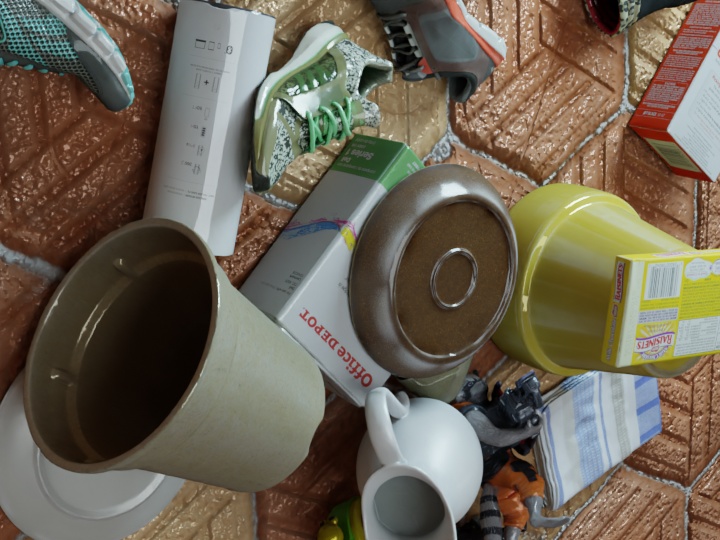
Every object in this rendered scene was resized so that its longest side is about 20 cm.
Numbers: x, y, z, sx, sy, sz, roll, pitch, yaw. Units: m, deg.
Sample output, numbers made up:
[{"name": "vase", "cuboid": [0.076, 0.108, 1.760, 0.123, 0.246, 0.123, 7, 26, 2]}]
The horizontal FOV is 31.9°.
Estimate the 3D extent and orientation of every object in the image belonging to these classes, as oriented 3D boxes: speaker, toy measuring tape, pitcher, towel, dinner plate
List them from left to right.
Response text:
[{"name": "dinner plate", "cuboid": [-0.216, 0.145, 1.072, 0.199, 0.024, 0.202, -10, 107, -35]}, {"name": "speaker", "cuboid": [-0.126, -0.115, 1.032, 0.081, 0.081, 0.202, 5, 99, -38]}, {"name": "toy measuring tape", "cuboid": [0.022, 0.267, 1.266, 0.199, 0.073, 0.074, 22, 89, -49]}, {"name": "pitcher", "cuboid": [0.046, 0.170, 1.165, 0.120, 0.200, 0.173, -11, 101, 11]}, {"name": "towel", "cuboid": [0.276, 0.174, 1.456, 0.199, 0.024, 0.148, -27, 118, -29]}]

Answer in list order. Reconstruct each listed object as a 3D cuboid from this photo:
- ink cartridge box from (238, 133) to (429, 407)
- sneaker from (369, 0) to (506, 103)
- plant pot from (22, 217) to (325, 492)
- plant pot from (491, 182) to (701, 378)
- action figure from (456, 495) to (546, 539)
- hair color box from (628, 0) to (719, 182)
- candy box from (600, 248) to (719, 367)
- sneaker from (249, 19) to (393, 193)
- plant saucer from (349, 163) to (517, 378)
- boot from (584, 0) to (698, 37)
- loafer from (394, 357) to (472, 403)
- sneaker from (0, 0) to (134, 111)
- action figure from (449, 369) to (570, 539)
[{"name": "ink cartridge box", "cuboid": [0.000, 0.000, 1.157, 0.201, 0.084, 0.145, -53, 128, -14]}, {"name": "sneaker", "cuboid": [0.055, -0.215, 1.149, 0.199, 0.077, 0.082, 29, 91, -38]}, {"name": "plant pot", "cuboid": [-0.132, 0.088, 1.005, 0.183, 0.200, 0.202, 35, 81, -47]}, {"name": "plant pot", "cuboid": [0.256, 0.024, 1.294, 0.200, 0.188, 0.203, -12, 110, -35]}, {"name": "action figure", "cuboid": [0.173, 0.308, 1.366, 0.199, 0.102, 0.119, 25, 120, -2]}, {"name": "hair color box", "cuboid": [0.393, -0.215, 1.414, 0.111, 0.064, 0.201, 36, 81, -37]}, {"name": "candy box", "cuboid": [0.311, 0.032, 1.200, 0.199, 0.026, 0.103, -3, 107, -37]}, {"name": "sneaker", "cuboid": [-0.030, -0.134, 1.046, 0.077, 0.088, 0.201, 90, 22, -48]}, {"name": "plant saucer", "cuboid": [0.077, 0.005, 1.145, 0.199, 0.032, 0.202, -13, 111, -37]}, {"name": "boot", "cuboid": [0.292, -0.353, 1.292, 0.153, 0.073, 0.205, -29, 117, -25]}, {"name": "loafer", "cuboid": [0.086, 0.035, 1.239, 0.067, 0.076, 0.202, 9, 97, -45]}, {"name": "sneaker", "cuboid": [-0.253, -0.180, 0.934, 0.091, 0.078, 0.200, -44, 122, 0]}, {"name": "action figure", "cuboid": [0.137, 0.181, 1.259, 0.104, 0.194, 0.201, -19, 150, -8]}]
